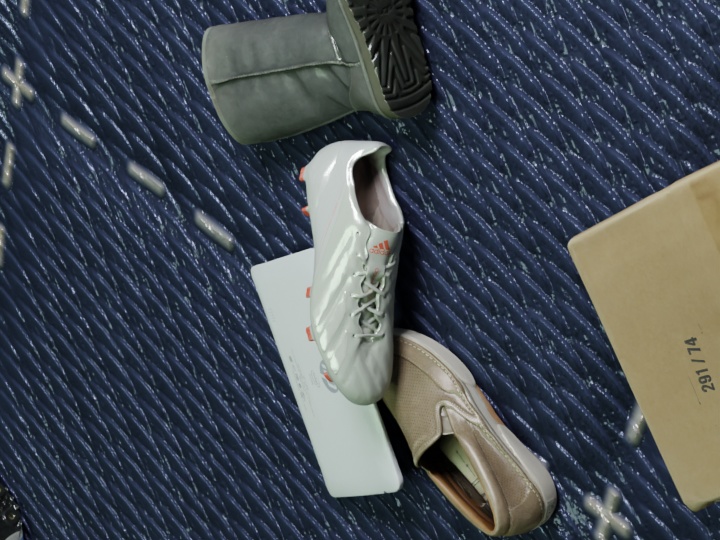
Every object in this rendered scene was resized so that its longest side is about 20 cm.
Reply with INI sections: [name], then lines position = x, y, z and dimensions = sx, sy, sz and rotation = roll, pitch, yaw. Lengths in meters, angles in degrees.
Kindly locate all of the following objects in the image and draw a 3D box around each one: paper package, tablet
[paper package]
position = 0.258, 0.028, 1.512
dimensions = 0.191, 0.103, 0.200
rotation = -28, 84, 47
[tablet]
position = -0.029, 0.084, 1.886
dimensions = 0.130, 0.014, 0.200
rotation = -15, 95, 63

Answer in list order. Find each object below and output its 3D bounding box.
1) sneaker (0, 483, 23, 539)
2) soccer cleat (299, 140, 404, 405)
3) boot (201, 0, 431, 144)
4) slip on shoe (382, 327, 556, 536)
[sneaker]
position = -0.350, 0.292, 2.297
dimensions = 0.072, 0.072, 0.200
rotation = -26, 83, 57
[soccer cleat]
position = 0.000, 0.000, 1.781
dimensions = 0.077, 0.069, 0.200
rotation = -13, 81, 43
[boot]
position = -0.044, -0.184, 1.780
dimensions = 0.200, 0.072, 0.182
rotation = 5, 108, 53
[slip on shoe]
position = 0.062, 0.123, 1.792
dimensions = 0.200, 0.061, 0.076
rotation = 49, 135, 20
